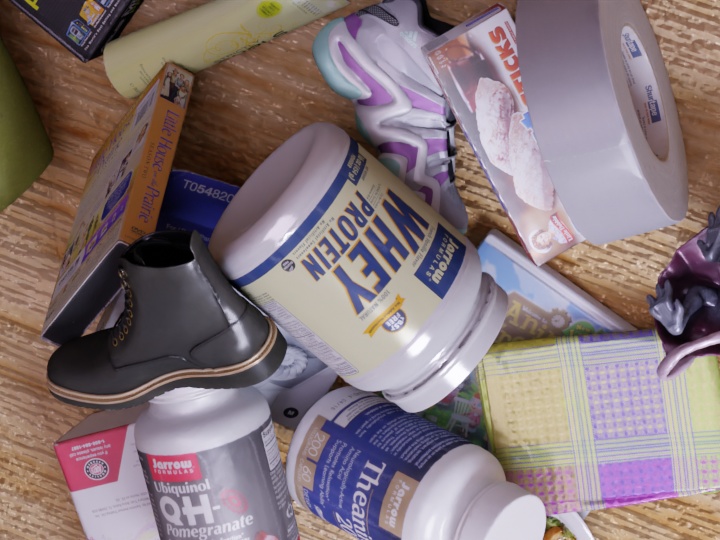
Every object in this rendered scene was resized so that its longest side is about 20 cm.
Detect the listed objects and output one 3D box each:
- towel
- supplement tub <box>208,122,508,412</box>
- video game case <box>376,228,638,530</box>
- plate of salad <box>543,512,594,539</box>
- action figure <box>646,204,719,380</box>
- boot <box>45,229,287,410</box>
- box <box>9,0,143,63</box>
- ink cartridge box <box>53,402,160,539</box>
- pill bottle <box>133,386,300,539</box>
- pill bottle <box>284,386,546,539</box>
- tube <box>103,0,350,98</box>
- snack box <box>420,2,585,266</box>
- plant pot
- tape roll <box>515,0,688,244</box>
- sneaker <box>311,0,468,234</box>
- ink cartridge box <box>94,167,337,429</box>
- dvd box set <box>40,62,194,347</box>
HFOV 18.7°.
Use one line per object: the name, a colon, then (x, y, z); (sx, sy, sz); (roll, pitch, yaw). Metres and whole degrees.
towel: (0.191, 0.118, 1.742); (0.200, 0.023, 0.144); (-8, 97, 12)
supplement tub: (0.000, 0.000, 1.662); (0.200, 0.145, 0.145); (40, 114, -17)
video game case: (0.139, 0.094, 1.783); (0.200, 0.022, 0.182); (36, 113, 5)
plate of salad: (0.105, 0.252, 1.816); (0.200, 0.048, 0.200); (9, 117, 18)
action figure: (0.318, 0.041, 1.645); (0.134, 0.149, 0.200); (-33, 127, 31)
boot: (-0.171, 0.029, 1.632); (0.200, 0.078, 0.138); (-12, 134, 22)
box: (-0.223, -0.294, 1.768); (0.160, 0.044, 0.200); (40, 113, 2)
ink cartridge box: (-0.156, 0.211, 1.875); (0.147, 0.086, 0.200); (-14, 103, 20)
pill bottle: (-0.118, 0.156, 1.743); (0.110, 0.111, 0.200); (-8, 106, 19)
pill bottle: (0.045, 0.177, 1.741); (0.200, 0.111, 0.111); (25, 114, 36)
tube: (-0.113, -0.193, 1.755); (0.200, 0.058, 0.052); (-19, 108, 23)
snack box: (0.122, -0.103, 1.689); (0.072, 0.024, 0.200); (-30, 113, -2)
plant pot: (-0.352, -0.139, 1.794); (0.187, 0.187, 0.200); (-33, 109, 23)
tape roll: (0.180, -0.123, 1.610); (0.066, 0.200, 0.201); (-15, 101, 19)
sneaker: (0.067, -0.131, 1.711); (0.140, 0.078, 0.200); (-29, 105, 15)
ink cartridge box: (-0.096, 0.028, 1.762); (0.199, 0.041, 0.200); (17, 128, -14)
dvd box set: (-0.192, -0.052, 1.732); (0.029, 0.200, 0.146); (27, 135, -18)
